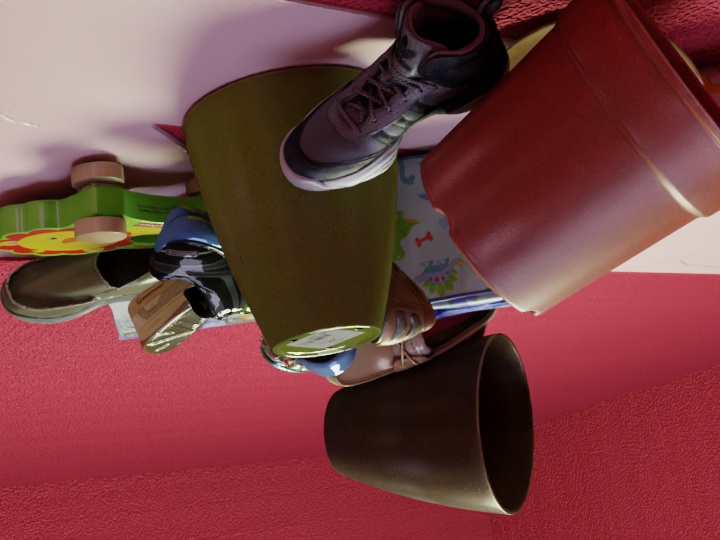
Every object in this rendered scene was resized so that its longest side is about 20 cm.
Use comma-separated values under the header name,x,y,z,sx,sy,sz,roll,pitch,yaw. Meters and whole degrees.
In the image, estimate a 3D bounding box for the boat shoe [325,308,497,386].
name,x,y,z,sx,sy,sz,roll,pitch,yaw
boat shoe,0.053,0.063,1.260,0.198,0.074,0.069,-30,-157,-9

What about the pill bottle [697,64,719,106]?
name,x,y,z,sx,sy,sz,roll,pitch,yaw
pill bottle,0.263,-0.120,1.109,0.197,0.115,0.113,-10,166,-4

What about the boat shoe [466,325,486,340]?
name,x,y,z,sx,sy,sz,roll,pitch,yaw
boat shoe,0.131,0.000,1.346,0.071,0.203,0.075,26,-155,30

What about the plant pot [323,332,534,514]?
name,x,y,z,sx,sy,sz,roll,pitch,yaw
plant pot,0.066,0.170,1.321,0.197,0.190,0.186,-6,168,24

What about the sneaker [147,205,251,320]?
name,x,y,z,sx,sy,sz,roll,pitch,yaw
sneaker,-0.117,0.010,1.123,0.199,0.071,0.083,30,100,-44

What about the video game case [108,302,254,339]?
name,x,y,z,sx,sy,sz,roll,pitch,yaw
video game case,-0.202,0.030,1.475,0.197,0.046,0.182,-8,164,-9

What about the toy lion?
name,x,y,z,sx,sy,sz,roll,pitch,yaw
toy lion,-0.242,-0.044,1.161,0.198,0.070,0.190,2,168,-41

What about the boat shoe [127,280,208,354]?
name,x,y,z,sx,sy,sz,roll,pitch,yaw
boat shoe,-0.151,0.001,1.219,0.199,0.065,0.072,-39,153,12

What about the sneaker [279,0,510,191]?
name,x,y,z,sx,sy,sz,roll,pitch,yaw
sneaker,0.022,-0.140,0.900,0.198,0.076,0.114,-31,160,-7

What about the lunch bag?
name,x,y,z,sx,sy,sz,roll,pitch,yaw
lunch bag,0.100,-0.036,1.213,0.197,0.163,0.083,-10,167,-7

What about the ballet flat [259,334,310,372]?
name,x,y,z,sx,sy,sz,roll,pitch,yaw
ballet flat,-0.038,0.075,1.368,0.064,0.076,0.199,-48,154,18

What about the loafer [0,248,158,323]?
name,x,y,z,sx,sy,sz,roll,pitch,yaw
loafer,-0.283,0.000,1.284,0.197,0.076,0.070,-13,154,-9

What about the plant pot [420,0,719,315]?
name,x,y,z,sx,sy,sz,roll,pitch,yaw
plant pot,0.161,-0.081,0.895,0.195,0.202,0.200,-39,155,20

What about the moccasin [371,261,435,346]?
name,x,y,z,sx,sy,sz,roll,pitch,yaw
moccasin,0.000,-0.002,1.132,0.077,0.075,0.201,-4,-155,-33

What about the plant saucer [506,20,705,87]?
name,x,y,z,sx,sy,sz,roll,pitch,yaw
plant saucer,0.188,-0.123,1.017,0.197,0.036,0.203,3,123,4

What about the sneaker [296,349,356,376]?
name,x,y,z,sx,sy,sz,roll,pitch,yaw
sneaker,-0.075,0.022,1.257,0.070,0.201,0.078,-37,144,-1

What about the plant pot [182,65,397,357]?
name,x,y,z,sx,sy,sz,roll,pitch,yaw
plant pot,-0.045,-0.036,1.023,0.184,0.203,0.187,-9,164,-3
